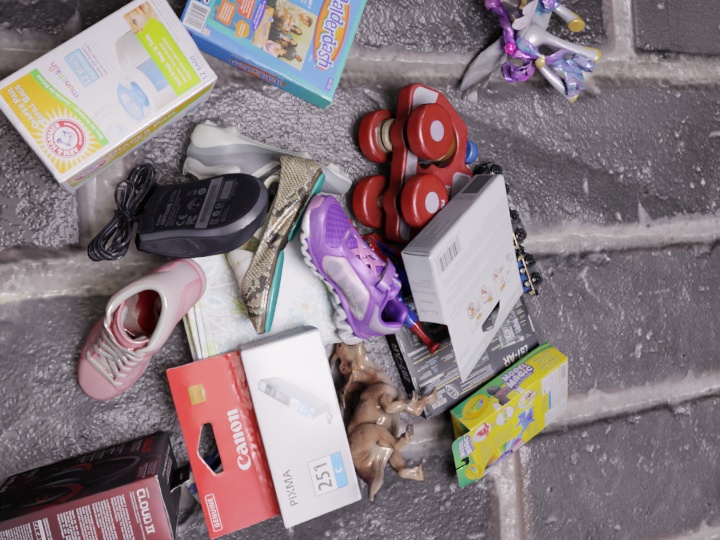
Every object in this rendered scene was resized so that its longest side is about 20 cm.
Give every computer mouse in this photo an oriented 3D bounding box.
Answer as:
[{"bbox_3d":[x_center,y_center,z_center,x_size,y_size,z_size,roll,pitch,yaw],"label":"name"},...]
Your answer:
[{"bbox_3d":[-0.181,-0.056,0.686,0.053,0.196,0.140,66,30,-48],"label":"computer mouse"}]

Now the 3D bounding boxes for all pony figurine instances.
[{"bbox_3d":[0.222,-0.312,0.854,0.197,0.167,0.195,26,51,-15],"label":"pony figurine"}]

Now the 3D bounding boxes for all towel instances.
[{"bbox_3d":[-0.117,0.021,0.758,0.197,0.048,0.175,-14,99,-20],"label":"towel"}]

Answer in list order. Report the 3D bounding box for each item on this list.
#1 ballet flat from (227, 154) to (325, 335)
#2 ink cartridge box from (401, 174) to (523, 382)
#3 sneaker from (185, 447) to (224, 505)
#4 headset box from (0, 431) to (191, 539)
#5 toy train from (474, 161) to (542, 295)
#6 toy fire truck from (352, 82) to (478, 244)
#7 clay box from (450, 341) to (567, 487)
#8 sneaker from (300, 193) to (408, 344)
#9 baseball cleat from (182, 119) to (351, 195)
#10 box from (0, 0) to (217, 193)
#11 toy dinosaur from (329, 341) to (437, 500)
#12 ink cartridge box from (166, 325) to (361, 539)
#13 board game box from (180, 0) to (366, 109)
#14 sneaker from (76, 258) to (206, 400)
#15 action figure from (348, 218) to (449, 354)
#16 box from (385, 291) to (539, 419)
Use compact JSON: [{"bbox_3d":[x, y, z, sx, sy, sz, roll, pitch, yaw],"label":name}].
[{"bbox_3d":[-0.103,-0.034,0.709,0.074,0.068,0.203,19,80,0],"label":"ballet flat"},{"bbox_3d":[0.133,0.004,0.785,0.200,0.043,0.176,-44,128,-41],"label":"ink cartridge box"},{"bbox_3d":[-0.124,0.199,0.764,0.088,0.075,0.200,46,76,-14],"label":"sneaker"},{"bbox_3d":[-0.273,0.243,0.661,0.196,0.149,0.077,-14,96,-12],"label":"headset box"},{"bbox_3d":[0.205,-0.053,0.899,0.045,0.034,0.203,-25,99,-14],"label":"toy train"},{"bbox_3d":[0.088,-0.126,0.828,0.166,0.111,0.204,6,90,-44],"label":"toy fire truck"},{"bbox_3d":[0.196,0.197,0.870,0.198,0.048,0.116,-30,132,-17],"label":"clay box"},{"bbox_3d":[0.000,0.000,0.723,0.081,0.087,0.202,-57,136,-41],"label":"sneaker"},{"bbox_3d":[-0.113,-0.105,0.770,0.196,0.070,0.108,18,88,-9],"label":"baseball cleat"},{"bbox_3d":[-0.268,-0.188,0.687,0.199,0.101,0.113,-38,103,-15],"label":"box"},{"bbox_3d":[0.012,0.185,0.775,0.086,0.133,0.203,57,36,-46],"label":"toy dinosaur"},{"bbox_3d":[-0.106,0.183,0.712,0.173,0.045,0.204,-15,94,-14],"label":"ink cartridge box"},{"bbox_3d":[-0.103,-0.311,0.775,0.197,0.045,0.155,22,84,-19],"label":"board game box"},{"bbox_3d":[-0.249,0.071,0.669,0.075,0.105,0.200,44,104,-4],"label":"sneaker"},{"bbox_3d":[0.042,0.010,0.805,0.065,0.052,0.200,-39,75,-16],"label":"action figure"},{"bbox_3d":[0.137,0.082,0.872,0.197,0.043,0.163,-25,100,-18],"label":"box"}]
